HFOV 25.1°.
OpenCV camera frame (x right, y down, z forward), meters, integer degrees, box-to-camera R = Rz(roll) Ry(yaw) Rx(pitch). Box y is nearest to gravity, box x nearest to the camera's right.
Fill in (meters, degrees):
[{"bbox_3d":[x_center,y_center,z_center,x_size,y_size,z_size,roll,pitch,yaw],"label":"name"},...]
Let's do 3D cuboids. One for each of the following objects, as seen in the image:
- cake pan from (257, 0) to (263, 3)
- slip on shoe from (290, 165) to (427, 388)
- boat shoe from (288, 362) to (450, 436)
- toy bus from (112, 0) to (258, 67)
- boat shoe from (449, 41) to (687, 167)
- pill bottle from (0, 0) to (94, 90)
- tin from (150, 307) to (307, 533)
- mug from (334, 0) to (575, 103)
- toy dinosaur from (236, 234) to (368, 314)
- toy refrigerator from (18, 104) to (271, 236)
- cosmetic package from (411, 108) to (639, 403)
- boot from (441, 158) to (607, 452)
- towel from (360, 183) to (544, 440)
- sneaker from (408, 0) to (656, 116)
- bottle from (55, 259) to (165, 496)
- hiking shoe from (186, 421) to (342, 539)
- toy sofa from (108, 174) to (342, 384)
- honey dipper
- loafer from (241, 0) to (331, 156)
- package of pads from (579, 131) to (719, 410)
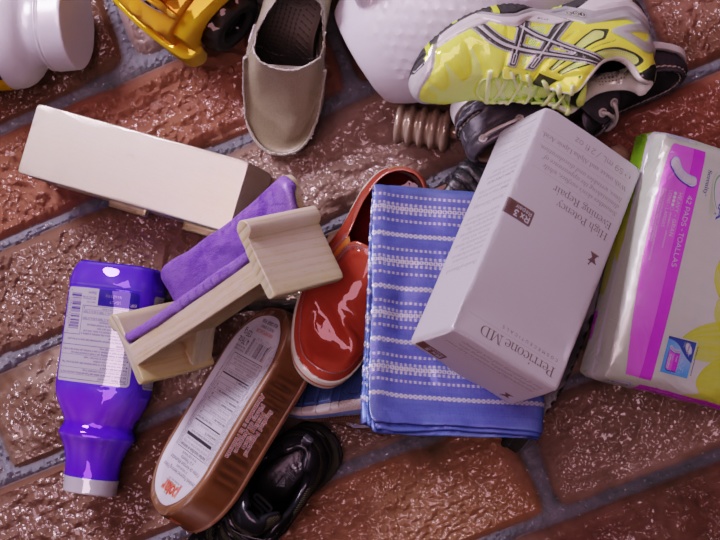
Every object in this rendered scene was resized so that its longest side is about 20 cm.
[{"bbox_3d":[-0.053,-0.326,1.419,0.200,0.037,0.201,-1,85,12],"label":"cake pan"},{"bbox_3d":[0.000,0.000,1.305,0.074,0.061,0.200,27,75,-1],"label":"slip on shoe"},{"bbox_3d":[0.002,0.105,1.340,0.200,0.072,0.072,-2,54,37],"label":"boat shoe"},{"bbox_3d":[-0.135,-0.285,1.317,0.136,0.192,0.200,41,95,11],"label":"toy bus"},{"bbox_3d":[0.175,-0.133,1.315,0.199,0.074,0.060,-13,58,-4],"label":"boat shoe"},{"bbox_3d":[-0.344,-0.214,1.433,0.199,0.112,0.113,-2,84,12],"label":"pill bottle"},{"bbox_3d":[-0.107,0.121,1.341,0.042,0.112,0.200,33,84,-22],"label":"tin"},{"bbox_3d":[0.063,-0.232,1.305,0.175,0.200,0.148,-31,54,12],"label":"mug"},{"bbox_3d":[-0.023,0.015,1.378,0.199,0.047,0.088,9,93,16],"label":"toy dinosaur"},{"bbox_3d":[-0.187,-0.081,1.405,0.199,0.076,0.070,16,88,13],"label":"toy refrigerator"},{"bbox_3d":[0.128,-0.011,1.231,0.102,0.074,0.200,30,66,-17],"label":"cosmetic package"},{"bbox_3d":[0.110,0.027,1.326,0.157,0.079,0.212,23,79,7],"label":"boot"},{"bbox_3d":[0.075,0.031,1.262,0.144,0.024,0.201,4,75,-7],"label":"towel"},{"bbox_3d":[0.136,-0.159,1.243,0.199,0.075,0.077,-14,59,-8],"label":"sneaker"},{"bbox_3d":[-0.221,0.093,1.400,0.083,0.065,0.201,5,86,19],"label":"bottle"},{"bbox_3d":[-0.099,0.207,1.345,0.076,0.101,0.200,36,93,14],"label":"hiking shoe"},{"bbox_3d":[-0.116,0.008,1.298,0.200,0.083,0.098,-32,78,42],"label":"toy sofa"},{"bbox_3d":[0.127,-0.107,1.361,0.199,0.038,0.038,12,87,10],"label":"honey dipper"},{"bbox_3d":[-0.064,-0.176,1.347,0.075,0.068,0.200,10,125,3],"label":"loafer"},{"bbox_3d":[0.274,0.005,1.274,0.154,0.068,0.201,14,88,-15],"label":"package of pads"}]
